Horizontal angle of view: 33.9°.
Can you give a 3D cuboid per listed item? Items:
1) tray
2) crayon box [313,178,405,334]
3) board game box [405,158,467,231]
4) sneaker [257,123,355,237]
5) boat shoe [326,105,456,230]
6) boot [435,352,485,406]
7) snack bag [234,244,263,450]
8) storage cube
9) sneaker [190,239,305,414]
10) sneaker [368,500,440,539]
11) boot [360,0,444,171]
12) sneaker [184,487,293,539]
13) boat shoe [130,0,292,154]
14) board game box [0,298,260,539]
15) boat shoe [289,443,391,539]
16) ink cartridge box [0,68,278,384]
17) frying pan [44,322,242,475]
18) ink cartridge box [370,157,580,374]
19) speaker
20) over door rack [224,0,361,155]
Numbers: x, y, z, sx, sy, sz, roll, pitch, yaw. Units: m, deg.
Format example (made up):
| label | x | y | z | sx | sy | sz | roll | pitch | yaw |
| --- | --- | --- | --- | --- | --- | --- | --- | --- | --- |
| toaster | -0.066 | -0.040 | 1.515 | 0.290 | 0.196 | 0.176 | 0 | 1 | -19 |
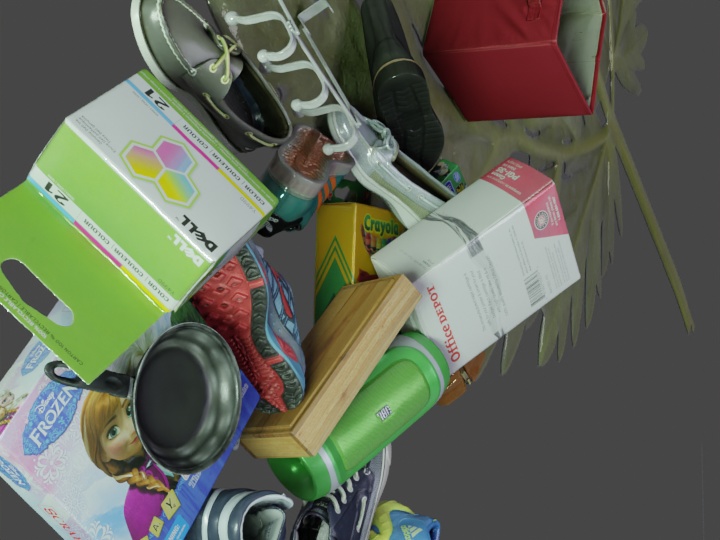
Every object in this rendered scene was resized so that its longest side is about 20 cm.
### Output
| label | x | y | z | sx | sy | sz | roll | pitch | yaw |
| --- | --- | --- | --- | --- | --- | --- | --- | --- | --- |
| tray | -0.030 | 0.089 | 1.120 | 0.037 | 0.099 | 0.200 | 48 | 57 | -21 |
| crayon box | 0.000 | 0.000 | 1.278 | 0.127 | 0.051 | 0.201 | 4 | 86 | -62 |
| board game box | 0.096 | -0.018 | 1.436 | 0.135 | 0.029 | 0.200 | -48 | 137 | -20 |
| sneaker | -0.063 | -0.086 | 1.147 | 0.080 | 0.071 | 0.200 | -53 | 179 | 19 |
| boat shoe | 0.040 | -0.110 | 1.281 | 0.202 | 0.065 | 0.074 | 47 | 22 | -22 |
| boot | 0.125 | 0.066 | 1.421 | 0.200 | 0.077 | 0.155 | -49 | 135 | -8 |
| snack bag | -0.141 | 0.043 | 1.034 | 0.189 | 0.021 | 0.201 | 37 | 58 | -57 |
| storage cube | 0.203 | -0.312 | 1.531 | 0.200 | 0.179 | 0.171 | 43 | 53 | -54 |
| sneaker | -0.102 | 0.027 | 1.032 | 0.096 | 0.079 | 0.200 | -83 | 161 | -53 |
| sneaker | 0.028 | 0.328 | 1.277 | 0.200 | 0.105 | 0.076 | -60 | 140 | -45 |
| boot | 0.042 | -0.209 | 1.346 | 0.200 | 0.077 | 0.139 | 87 | -10 | -59 |
| sneaker | -0.091 | 0.230 | 1.038 | 0.200 | 0.108 | 0.070 | 35 | 60 | -58 |
| boat shoe | -0.125 | -0.172 | 1.019 | 0.202 | 0.060 | 0.072 | 52 | 46 | -51 |
| board game box | -0.178 | 0.110 | 0.905 | 0.200 | 0.041 | 0.200 | 58 | 44 | -36 |
| boat shoe | -0.021 | 0.225 | 1.210 | 0.093 | 0.074 | 0.201 | 36 | 59 | -67 |
| ink cartridge box | -0.171 | -0.036 | 0.837 | 0.148 | 0.076 | 0.200 | 44 | 37 | -3 |
| frying pan | -0.156 | 0.103 | 0.872 | 0.190 | 0.031 | 0.115 | -15 | 100 | -52 |
| ink cartridge box | 0.126 | -0.004 | 1.276 | 0.200 | 0.083 | 0.147 | -35 | 130 | -14 |
| speaker | 0.000 | 0.142 | 1.185 | 0.200 | 0.088 | 0.089 | -36 | 124 | -34 |
| over door rack | -0.068 | -0.219 | 1.102 | 0.148 | 0.066 | 0.200 | 52 | 20 | -51 |
